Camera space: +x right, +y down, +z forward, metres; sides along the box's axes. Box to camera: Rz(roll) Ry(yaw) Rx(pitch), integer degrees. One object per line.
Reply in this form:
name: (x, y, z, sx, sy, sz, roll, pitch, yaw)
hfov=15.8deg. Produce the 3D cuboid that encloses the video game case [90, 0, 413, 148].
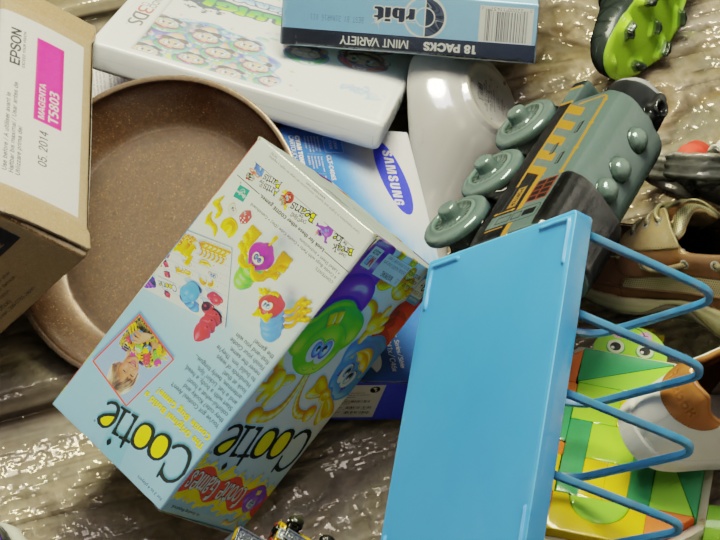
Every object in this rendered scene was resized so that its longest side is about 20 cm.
video game case: (-0.065, -0.147, 1.741, 0.199, 0.024, 0.182, 16, 25, 4)

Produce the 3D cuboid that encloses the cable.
cable: (0.218, -0.074, 1.674, 0.097, 0.200, 0.051, 11, 88, 21)

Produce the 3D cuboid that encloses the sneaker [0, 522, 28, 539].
sneaker: (-0.220, 0.205, 1.436, 0.069, 0.100, 0.200, -34, 47, 10)

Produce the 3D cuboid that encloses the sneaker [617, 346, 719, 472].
sneaker: (0.254, 0.079, 1.550, 0.200, 0.085, 0.073, -4, 60, -36)

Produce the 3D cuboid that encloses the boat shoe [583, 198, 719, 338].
boat shoe: (0.207, -0.011, 1.636, 0.200, 0.074, 0.076, 16, 32, 38)

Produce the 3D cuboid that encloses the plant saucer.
plant saucer: (-0.125, -0.024, 1.647, 0.200, 0.037, 0.201, -5, 75, 17)

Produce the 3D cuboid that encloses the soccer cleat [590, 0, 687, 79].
soccer cleat: (0.196, -0.205, 1.852, 0.081, 0.068, 0.200, 8, 46, 29)

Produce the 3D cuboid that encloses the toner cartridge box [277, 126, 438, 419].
toner cartridge box: (0.000, 0.000, 1.645, 0.095, 0.043, 0.200, 2, 53, -21)

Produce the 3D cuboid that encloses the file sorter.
file sorter: (0.109, 0.092, 1.458, 0.122, 0.139, 0.201, 22, 66, -29)

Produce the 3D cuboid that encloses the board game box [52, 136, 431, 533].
board game box: (-0.065, 0.041, 1.529, 0.105, 0.103, 0.200, 41, 95, 27)

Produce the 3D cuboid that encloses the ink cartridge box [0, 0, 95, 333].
ink cartridge box: (-0.242, -0.055, 1.629, 0.075, 0.165, 0.200, 26, 40, -29)

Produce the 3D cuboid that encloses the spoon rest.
spoon rest: (0.065, -0.068, 1.715, 0.061, 0.099, 0.200, -29, 42, 34)

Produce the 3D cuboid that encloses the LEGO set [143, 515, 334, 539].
LEGO set: (-0.070, 0.245, 1.435, 0.153, 0.116, 0.200, 26, 50, -19)

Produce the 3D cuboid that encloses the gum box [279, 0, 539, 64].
gum box: (0.038, -0.195, 1.786, 0.169, 0.045, 0.200, 5, 20, 3)

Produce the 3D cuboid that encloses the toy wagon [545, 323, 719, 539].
toy wagon: (0.153, 0.099, 1.591, 0.155, 0.040, 0.200, 11, 50, 7)

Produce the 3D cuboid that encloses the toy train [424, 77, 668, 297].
toy train: (0.122, -0.046, 1.610, 0.114, 0.085, 0.200, -17, 27, 42)

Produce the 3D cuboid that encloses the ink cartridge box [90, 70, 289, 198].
ink cartridge box: (-0.141, -0.089, 1.746, 0.199, 0.042, 0.120, -6, 49, -6)
